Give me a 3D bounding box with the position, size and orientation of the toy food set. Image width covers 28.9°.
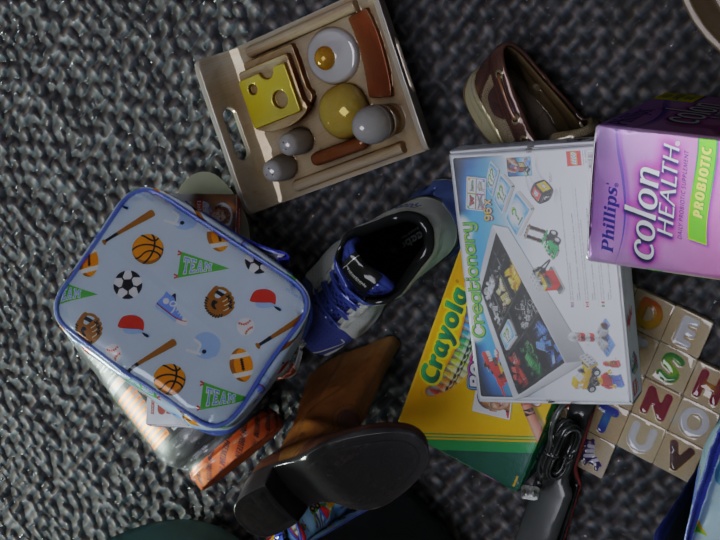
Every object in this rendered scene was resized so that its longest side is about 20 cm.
[{"bbox_3d":[-0.042,-0.142,1.178,0.199,0.060,0.144,-17,95,33],"label":"toy food set"}]

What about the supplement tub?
[{"bbox_3d":[-0.167,0.092,1.273,0.122,0.122,0.200,-42,83,29],"label":"supplement tub"}]

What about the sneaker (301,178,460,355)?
[{"bbox_3d":[0.001,0.000,1.165,0.199,0.115,0.081,-39,83,30],"label":"sneaker"}]

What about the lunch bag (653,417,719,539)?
[{"bbox_3d":[0.295,0.186,1.027,0.127,0.170,0.201,20,113,22],"label":"lunch bag"}]

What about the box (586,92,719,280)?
[{"bbox_3d":[0.280,-0.058,0.968,0.199,0.176,0.097,8,107,26],"label":"box"}]

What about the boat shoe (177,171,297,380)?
[{"bbox_3d":[-0.108,0.006,1.251,0.071,0.063,0.201,-29,76,12],"label":"boat shoe"}]

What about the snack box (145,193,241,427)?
[{"bbox_3d":[-0.143,0.034,1.206,0.071,0.024,0.202,1,81,5],"label":"snack box"}]

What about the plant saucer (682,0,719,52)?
[{"bbox_3d":[0.321,-0.234,0.986,0.199,0.029,0.202,8,107,26],"label":"plant saucer"}]

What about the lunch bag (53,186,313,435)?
[{"bbox_3d":[-0.139,0.032,1.157,0.199,0.076,0.161,33,80,7],"label":"lunch bag"}]

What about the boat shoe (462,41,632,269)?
[{"bbox_3d":[0.157,-0.089,1.074,0.201,0.072,0.072,57,151,10],"label":"boat shoe"}]

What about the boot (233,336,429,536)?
[{"bbox_3d":[0.002,0.123,1.155,0.188,0.200,0.069,-34,103,34],"label":"boot"}]

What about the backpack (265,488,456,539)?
[{"bbox_3d":[-0.029,0.288,1.229,0.135,0.182,0.200,51,132,16],"label":"backpack"}]

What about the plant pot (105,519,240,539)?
[{"bbox_3d":[-0.180,0.327,1.317,0.199,0.161,0.202,9,108,28],"label":"plant pot"}]

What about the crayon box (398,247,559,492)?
[{"bbox_3d":[0.119,0.064,1.144,0.118,0.058,0.201,26,114,19],"label":"crayon box"}]

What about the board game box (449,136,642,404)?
[{"bbox_3d":[0.141,0.002,1.060,0.125,0.035,0.202,-1,105,26],"label":"board game box"}]

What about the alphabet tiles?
[{"bbox_3d":[0.198,0.086,1.146,0.199,0.008,0.168,27,114,20],"label":"alphabet tiles"}]

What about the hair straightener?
[{"bbox_3d":[0.164,0.166,1.136,0.041,0.077,0.201,28,119,20],"label":"hair straightener"}]
